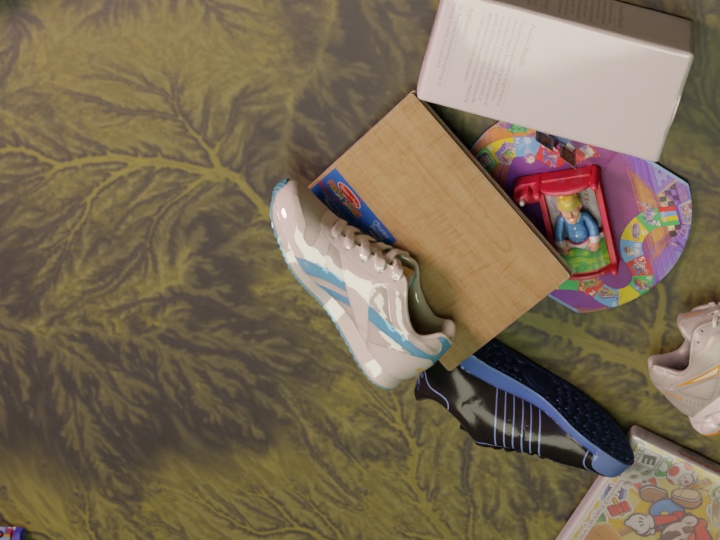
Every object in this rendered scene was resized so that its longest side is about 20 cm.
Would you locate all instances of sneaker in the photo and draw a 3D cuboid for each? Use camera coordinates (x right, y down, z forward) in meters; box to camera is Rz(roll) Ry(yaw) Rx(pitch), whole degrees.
[{"bbox_3d":[0.000,0.000,1.696,0.081,0.077,0.200,-32,102,23],"label":"sneaker"},{"bbox_3d":[0.141,0.129,1.778,0.200,0.070,0.078,35,118,-1],"label":"sneaker"},{"bbox_3d":[0.318,0.050,1.699,0.092,0.076,0.200,37,118,-7],"label":"sneaker"}]

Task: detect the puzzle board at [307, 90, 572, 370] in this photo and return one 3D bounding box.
[{"bbox_3d":[0.062,-0.032,1.701,0.200,0.017,0.151,49,122,-1],"label":"puzzle board"}]

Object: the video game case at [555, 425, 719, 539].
[{"bbox_3d":[0.280,0.253,1.850,0.182,0.023,0.200,25,120,-6],"label":"video game case"}]

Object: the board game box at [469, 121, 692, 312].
[{"bbox_3d":[0.172,-0.040,1.688,0.200,0.039,0.158,31,120,-8],"label":"board game box"}]

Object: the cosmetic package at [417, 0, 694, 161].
[{"bbox_3d":[0.154,-0.166,1.602,0.200,0.074,0.102,15,121,-1],"label":"cosmetic package"}]

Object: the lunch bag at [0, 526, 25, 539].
[{"bbox_3d":[-0.408,0.345,1.987,0.150,0.094,0.200,5,128,-1],"label":"lunch bag"}]
